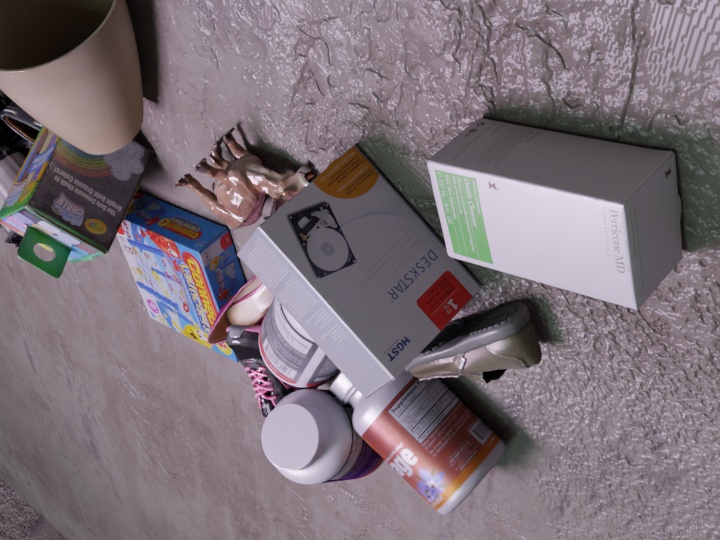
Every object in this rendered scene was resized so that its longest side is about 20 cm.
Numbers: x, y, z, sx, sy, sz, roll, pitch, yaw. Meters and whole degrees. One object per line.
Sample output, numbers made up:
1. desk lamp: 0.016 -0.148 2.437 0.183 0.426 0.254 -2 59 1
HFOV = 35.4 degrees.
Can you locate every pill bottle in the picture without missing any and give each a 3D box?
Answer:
1. pill bottle: 0.063 0.177 1.312 0.200 0.112 0.112 43 149 8
2. pill bottle: -0.045 0.048 1.299 0.116 0.116 0.200 43 149 7
3. pill bottle: -0.043 0.204 1.388 0.112 0.113 0.200 32 -174 24

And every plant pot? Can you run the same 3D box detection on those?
1. plant pot: -0.332 -0.234 1.310 0.186 0.188 0.201 29 158 28

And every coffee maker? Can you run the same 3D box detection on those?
1. coffee maker: -0.525 -0.143 1.663 0.201 0.134 0.192 53 158 0

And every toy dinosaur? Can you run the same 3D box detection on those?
1. toy dinosaur: -0.134 -0.084 1.302 0.136 0.086 0.199 46 156 -11

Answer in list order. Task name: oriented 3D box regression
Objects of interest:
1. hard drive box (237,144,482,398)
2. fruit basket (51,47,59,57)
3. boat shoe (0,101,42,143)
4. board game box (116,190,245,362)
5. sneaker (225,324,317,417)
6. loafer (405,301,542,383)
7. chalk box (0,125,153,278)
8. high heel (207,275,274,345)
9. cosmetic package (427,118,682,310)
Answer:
1. hard drive box: 0.000 0.000 1.152 0.200 0.156 0.077 47 148 -1
2. fruit basket: -0.440 -0.287 1.475 0.185 0.094 0.200 41 164 12
3. boat shoe: -0.418 -0.167 1.578 0.200 0.068 0.072 44 147 3
4. board game box: -0.241 0.008 1.559 0.194 0.056 0.202 22 140 37
5. sneaker: -0.112 0.136 1.442 0.078 0.097 0.200 2 154 31
6. loafer: 0.117 0.092 1.185 0.070 0.075 0.199 56 148 -6
7. chalk box: -0.378 -0.090 1.454 0.124 0.202 0.123 33 157 -28
8. high heel: -0.132 0.039 1.417 0.068 0.096 0.199 51 149 -6
9. cosmetic package: 0.164 -0.053 0.955 0.198 0.085 0.109 17 135 42
